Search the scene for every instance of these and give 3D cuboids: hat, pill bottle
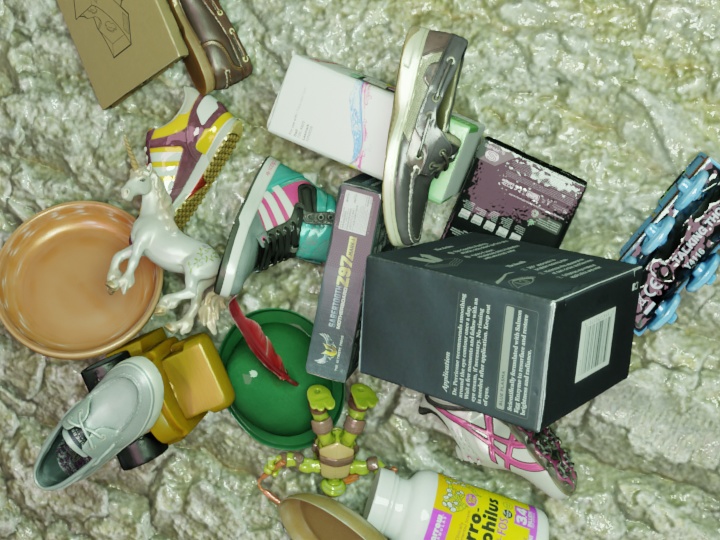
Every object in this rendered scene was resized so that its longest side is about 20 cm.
[{"bbox_3d":[-0.122,0.136,1.075,0.164,0.176,0.203,-29,92,18],"label":"hat"},{"bbox_3d":[0.103,0.288,1.067,0.196,0.104,0.106,19,104,-1],"label":"pill bottle"}]

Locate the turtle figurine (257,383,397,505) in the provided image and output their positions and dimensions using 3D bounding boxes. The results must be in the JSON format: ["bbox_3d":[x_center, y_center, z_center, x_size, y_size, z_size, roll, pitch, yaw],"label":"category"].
[{"bbox_3d":[-0.019,0.209,1.118,0.195,0.065,0.164,8,120,0],"label":"turtle figurine"}]

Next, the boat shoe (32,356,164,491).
[{"bbox_3d":[-0.273,0.167,0.982,0.070,0.071,0.201,48,120,6],"label":"boat shoe"}]

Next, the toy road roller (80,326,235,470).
[{"bbox_3d":[-0.211,0.130,1.093,0.143,0.200,0.125,-22,95,8],"label":"toy road roller"}]

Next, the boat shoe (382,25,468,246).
[{"bbox_3d":[0.062,-0.121,0.886,0.063,0.072,0.205,8,94,16],"label":"boat shoe"}]

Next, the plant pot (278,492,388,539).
[{"bbox_3d":[-0.009,0.318,1.075,0.198,0.028,0.202,31,148,22],"label":"plant pot"}]

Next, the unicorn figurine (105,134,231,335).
[{"bbox_3d":[-0.218,-0.024,1.047,0.198,0.074,0.139,36,71,-11],"label":"unicorn figurine"}]

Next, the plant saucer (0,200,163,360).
[{"bbox_3d":[-0.332,0.014,1.133,0.195,0.038,0.204,3,64,-6],"label":"plant saucer"}]

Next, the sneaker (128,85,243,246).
[{"bbox_3d":[-0.222,-0.116,1.114,0.090,0.075,0.201,38,97,5],"label":"sneaker"}]

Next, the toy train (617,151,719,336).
[{"bbox_3d":[0.317,-0.024,0.965,0.086,0.114,0.201,38,106,2],"label":"toy train"}]

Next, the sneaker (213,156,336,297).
[{"bbox_3d":[-0.080,-0.031,1.042,0.119,0.202,0.084,23,136,-4],"label":"sneaker"}]

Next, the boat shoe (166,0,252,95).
[{"bbox_3d":[-0.188,-0.300,1.078,0.069,0.070,0.203,-26,96,-21],"label":"boat shoe"}]

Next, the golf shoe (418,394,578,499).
[{"bbox_3d":[0.154,0.187,1.072,0.200,0.072,0.093,43,114,14],"label":"golf shoe"}]

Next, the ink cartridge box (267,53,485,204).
[{"bbox_3d":[0.020,-0.151,1.003,0.197,0.145,0.086,24,104,9],"label":"ink cartridge box"}]

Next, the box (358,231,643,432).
[{"bbox_3d":[0.133,0.046,0.901,0.197,0.195,0.120,15,107,36],"label":"box"}]

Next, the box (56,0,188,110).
[{"bbox_3d":[-0.287,-0.306,1.090,0.162,0.021,0.204,-20,95,41],"label":"box"}]

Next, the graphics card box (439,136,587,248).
[{"bbox_3d":[0.151,-0.029,1.041,0.123,0.051,0.204,24,106,10],"label":"graphics card box"}]

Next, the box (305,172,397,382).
[{"bbox_3d":[0.000,0.000,1.030,0.050,0.158,0.205,15,104,12],"label":"box"}]
